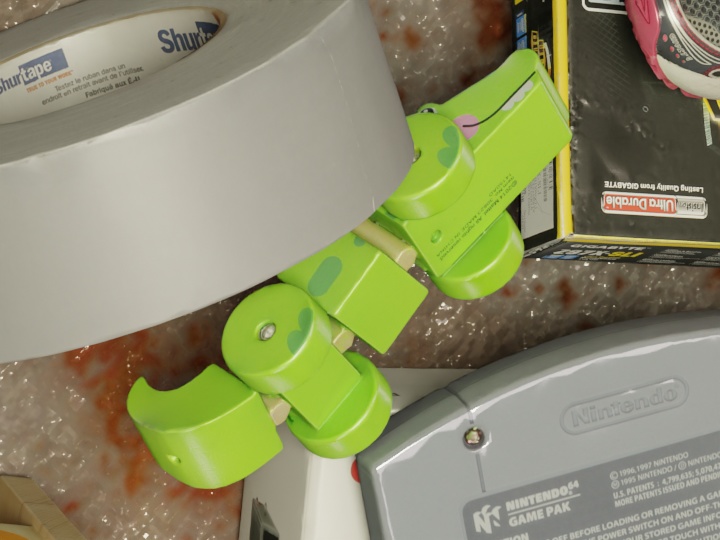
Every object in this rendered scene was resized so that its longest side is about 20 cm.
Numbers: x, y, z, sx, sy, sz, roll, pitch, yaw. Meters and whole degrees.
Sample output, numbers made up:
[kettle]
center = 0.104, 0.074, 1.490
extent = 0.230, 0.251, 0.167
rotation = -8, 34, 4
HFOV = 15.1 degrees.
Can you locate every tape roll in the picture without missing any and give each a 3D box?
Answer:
[tape roll]
center = -0.085, -0.041, 0.923
extent = 0.200, 0.200, 0.066
rotation = -24, 109, -15

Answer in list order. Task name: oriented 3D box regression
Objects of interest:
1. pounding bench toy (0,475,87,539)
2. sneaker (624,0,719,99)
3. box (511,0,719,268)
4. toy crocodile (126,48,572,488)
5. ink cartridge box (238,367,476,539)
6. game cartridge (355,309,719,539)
[pounding bench toy]
center = -0.178, 0.181, 0.981
extent = 0.156, 0.124, 0.200
rotation = 7, 100, -23
[sneaker]
center = 0.189, -0.118, 1.018
extent = 0.200, 0.075, 0.081
rotation = -14, 88, -23
[box]
center = 0.156, -0.082, 1.066
extent = 0.200, 0.049, 0.160
rotation = 3, 79, -22
[toy crocodile]
center = 0.000, 0.000, 0.977
extent = 0.200, 0.062, 0.068
rotation = -49, 139, -6
[ink cartridge box]
center = 0.028, 0.141, 1.075
extent = 0.147, 0.083, 0.200
rotation = 2, 101, -21
[game cartridge]
center = 0.100, 0.087, 1.019
extent = 0.200, 0.040, 0.133
rotation = -14, 110, -13
